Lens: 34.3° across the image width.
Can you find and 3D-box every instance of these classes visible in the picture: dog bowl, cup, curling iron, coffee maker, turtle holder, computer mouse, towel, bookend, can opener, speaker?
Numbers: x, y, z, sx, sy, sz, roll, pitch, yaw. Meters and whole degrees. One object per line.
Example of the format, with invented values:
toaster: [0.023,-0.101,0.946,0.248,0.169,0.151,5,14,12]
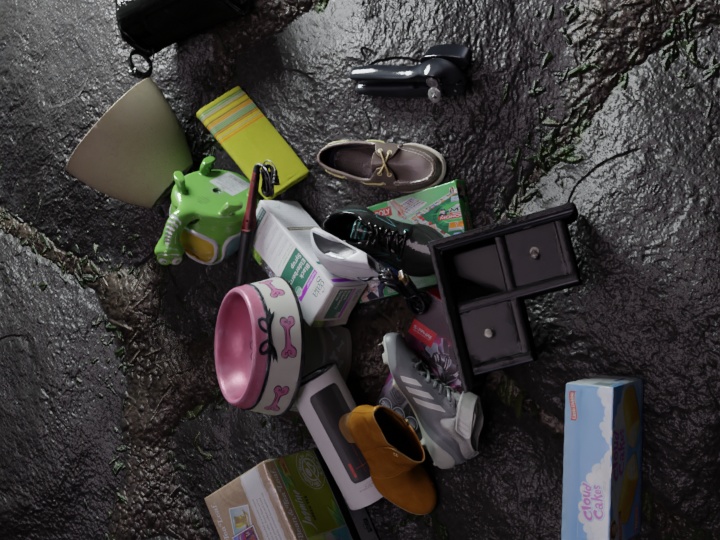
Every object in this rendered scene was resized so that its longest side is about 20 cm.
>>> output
dog bowl: [-0.109,0.120,1.786,0.197,0.058,0.204,1,92,34]
cup: [-0.355,-0.186,1.879,0.143,0.201,0.200,43,116,-4]
dog bowl: [-0.151,0.110,1.683,0.199,0.073,0.204,-5,85,63]
curling iron: [-0.161,-0.066,1.732,0.049,0.025,0.203,33,113,42]
coffee maker: [-0.276,-0.423,1.842,0.197,0.134,0.196,-14,86,31]
turtle holder: [-0.230,-0.073,1.793,0.138,0.187,0.133,12,124,-3]
computer mouse: [0.000,0.000,1.632,0.198,0.109,0.044,28,84,34]
towel: [-0.169,-0.198,1.813,0.085,0.018,0.201,-34,68,-15]
bookend: [0.209,0.038,1.522,0.195,0.092,0.204,-14,83,13]
can opener: [0.070,-0.272,1.668,0.197,0.079,0.064,-2,129,36]
speaker: [-0.026,0.242,1.690,0.080,0.081,0.202,-24,95,30]

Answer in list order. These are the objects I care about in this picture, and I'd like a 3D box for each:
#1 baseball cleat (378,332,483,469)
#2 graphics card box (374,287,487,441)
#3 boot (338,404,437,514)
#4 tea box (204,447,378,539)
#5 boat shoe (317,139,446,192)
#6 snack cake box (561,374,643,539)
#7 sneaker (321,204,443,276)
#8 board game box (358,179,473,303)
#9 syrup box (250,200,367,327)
baseball cleat: [0.105,0.165,1.591,0.105,0.070,0.203,-26,88,23]
graphics card box: [0.111,0.143,1.647,0.125,0.051,0.203,33,109,27]
boot: [0.058,0.265,1.601,0.201,0.071,0.144,47,158,-11]
tea box: [-0.091,0.382,1.697,0.133,0.196,0.202,-34,74,28]
boat shoe: [0.028,-0.154,1.688,0.197,0.059,0.073,11,96,32]
snack cake box: [0.309,0.240,1.481,0.066,0.114,0.204,2,93,32]
sneaker: [0.032,-0.040,1.644,0.197,0.079,0.077,18,99,30]
board game box: [0.072,-0.039,1.680,0.197,0.029,0.137,-14,82,33]
syrup box: [-0.085,-0.012,1.735,0.200,0.081,0.079,49,123,31]
